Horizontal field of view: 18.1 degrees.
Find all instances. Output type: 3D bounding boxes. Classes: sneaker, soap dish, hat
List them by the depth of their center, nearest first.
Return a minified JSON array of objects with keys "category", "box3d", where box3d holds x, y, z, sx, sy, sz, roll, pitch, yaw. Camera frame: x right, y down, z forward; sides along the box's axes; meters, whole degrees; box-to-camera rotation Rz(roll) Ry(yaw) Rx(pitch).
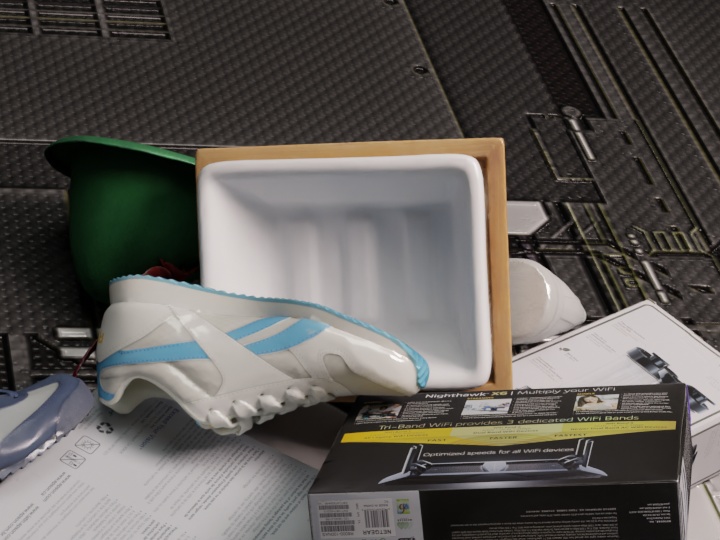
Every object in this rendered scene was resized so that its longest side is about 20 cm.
[{"category":"sneaker","box3d":[-0.241,0.090,1.261,0.200,0.082,0.070,-29,10,-33]},{"category":"sneaker","box3d":[-0.057,0.058,1.314,0.199,0.081,0.077,7,-12,16]},{"category":"soap dish","box3d":[0.000,0.000,1.385,0.199,0.158,0.081,-1,5,19]},{"category":"hat","box3d":[-0.151,0.019,1.472,0.165,0.177,0.200,3,-15,40]},{"category":"sneaker","box3d":[0.052,0.026,1.486,0.199,0.076,0.088,6,-6,30]}]

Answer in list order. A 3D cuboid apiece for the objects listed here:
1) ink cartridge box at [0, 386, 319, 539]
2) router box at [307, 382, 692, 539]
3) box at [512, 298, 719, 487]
[{"category":"ink cartridge box","box3d":[-0.108,0.157,1.280,0.199,0.043,0.196,25,35,14]},{"category":"router box","box3d":[0.082,0.114,1.250,0.199,0.053,0.157,-3,16,11]},{"category":"box","box3d":[0.150,0.098,1.426,0.199,0.060,0.117,-22,47,-38]}]
